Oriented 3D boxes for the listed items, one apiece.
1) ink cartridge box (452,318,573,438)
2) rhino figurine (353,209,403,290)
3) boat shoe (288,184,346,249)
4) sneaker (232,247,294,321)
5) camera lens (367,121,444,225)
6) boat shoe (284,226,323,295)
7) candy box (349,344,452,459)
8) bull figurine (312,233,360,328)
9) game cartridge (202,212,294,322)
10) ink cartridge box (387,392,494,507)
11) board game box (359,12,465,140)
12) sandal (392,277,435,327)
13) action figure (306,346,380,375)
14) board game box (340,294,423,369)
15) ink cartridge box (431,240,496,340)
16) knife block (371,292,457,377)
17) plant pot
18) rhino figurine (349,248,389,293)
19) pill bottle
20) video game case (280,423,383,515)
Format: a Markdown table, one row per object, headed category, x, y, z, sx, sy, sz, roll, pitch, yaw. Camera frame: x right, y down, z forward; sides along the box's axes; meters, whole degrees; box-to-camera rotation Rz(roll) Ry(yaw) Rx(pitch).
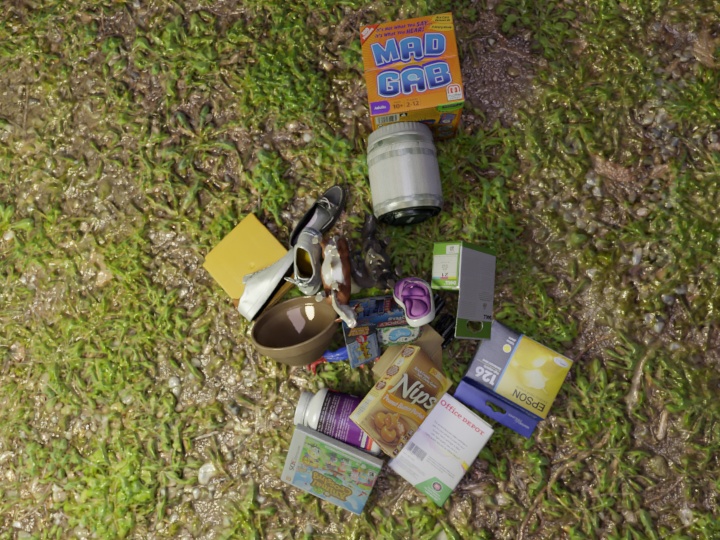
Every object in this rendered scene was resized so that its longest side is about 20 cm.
| category | x | y | z | sx | sy | sz | roll | pitch | yaw |
| --- | --- | --- | --- | --- | --- | --- | --- | --- | --- |
| ink cartridge box | 0.339 | 0.242 | 1.139 | 0.197 | 0.047 | 0.201 | 27 | 84 | 6 |
| rhino figurine | 0.035 | -0.047 | 1.176 | 0.059 | 0.087 | 0.202 | -15 | 81 | -25 |
| boat shoe | -0.100 | -0.122 | 1.205 | 0.067 | 0.057 | 0.201 | 35 | 87 | 9 |
| sneaker | -0.218 | 0.015 | 1.160 | 0.085 | 0.073 | 0.200 | 39 | 88 | 7 |
| camera lens | 0.099 | -0.211 | 1.149 | 0.158 | 0.160 | 0.202 | -8 | 83 | 3 |
| boat shoe | -0.121 | 0.005 | 1.106 | 0.074 | 0.203 | 0.086 | 23 | 51 | 7 |
| candy box | 0.086 | 0.266 | 1.049 | 0.116 | 0.055 | 0.200 | 47 | 74 | -16 |
| bull figurine | -0.050 | 0.019 | 1.041 | 0.065 | 0.121 | 0.202 | -12 | 77 | 12 |
| game cartridge | -0.256 | -0.009 | 1.220 | 0.176 | 0.032 | 0.200 | -43 | 80 | -1 |
| ink cartridge box | 0.173 | 0.379 | 1.113 | 0.144 | 0.084 | 0.201 | 36 | 87 | 7 |
| board game box | 0.113 | -0.417 | 1.151 | 0.198 | 0.200 | 0.202 | -8 | 82 | 4 |
| sandal | 0.114 | 0.048 | 1.069 | 0.082 | 0.203 | 0.050 | -22 | 114 | -1 |
| action figure | -0.016 | 0.207 | 1.153 | 0.199 | 0.065 | 0.100 | -25 | 65 | 1 |
| board game box | 0.038 | 0.125 | 1.084 | 0.198 | 0.200 | 0.062 | -7 | 114 | 10 |
| ink cartridge box | 0.225 | 0.046 | 1.112 | 0.075 | 0.147 | 0.202 | 0 | 82 | 44 |
| knife block | 0.124 | 0.143 | 1.127 | 0.198 | 0.064 | 0.177 | -4 | 93 | -18 |
| plant pot | -0.136 | 0.147 | 1.137 | 0.199 | 0.201 | 0.093 | -13 | 119 | 3 |
| rhino figurine | 0.000 | 0.000 | 1.122 | 0.060 | 0.200 | 0.088 | -25 | 91 | -35 |
| pill bottle | -0.040 | 0.328 | 1.121 | 0.198 | 0.112 | 0.113 | 14 | 85 | 6 |
| video game case | -0.067 | 0.436 | 1.105 | 0.199 | 0.022 | 0.183 | 22 | 122 | 6 |
